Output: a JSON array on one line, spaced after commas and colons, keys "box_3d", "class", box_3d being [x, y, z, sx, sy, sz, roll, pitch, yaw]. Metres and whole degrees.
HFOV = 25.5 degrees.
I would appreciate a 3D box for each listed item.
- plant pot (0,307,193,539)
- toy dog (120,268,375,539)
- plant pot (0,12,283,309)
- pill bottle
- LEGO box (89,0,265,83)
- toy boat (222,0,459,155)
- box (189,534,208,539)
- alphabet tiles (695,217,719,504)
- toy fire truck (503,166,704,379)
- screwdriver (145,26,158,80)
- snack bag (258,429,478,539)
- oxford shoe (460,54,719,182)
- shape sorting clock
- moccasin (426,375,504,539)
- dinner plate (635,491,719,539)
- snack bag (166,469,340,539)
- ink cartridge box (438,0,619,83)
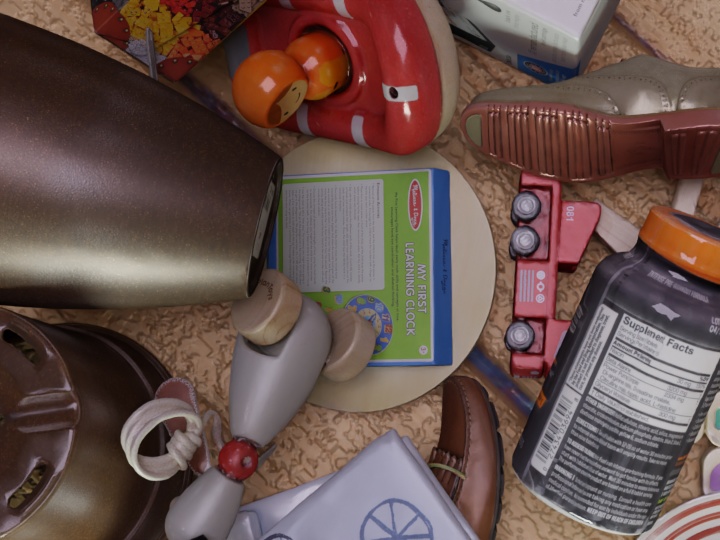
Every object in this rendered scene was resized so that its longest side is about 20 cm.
[{"box_3d": [-0.228, 0.114, 1.057, 0.198, 0.198, 0.202, -2, 76, 7], "class": "plant pot"}, {"box_3d": [-0.084, 0.085, 1.083, 0.200, 0.096, 0.132, -43, 121, -18], "class": "toy dog"}, {"box_3d": [-0.156, -0.051, 1.022, 0.198, 0.187, 0.189, 13, 83, 3], "class": "plant pot"}, {"box_3d": [0.183, 0.061, 1.037, 0.106, 0.106, 0.201, 25, 104, 9], "class": "pill bottle"}, {"box_3d": [-0.118, -0.255, 1.098, 0.149, 0.077, 0.201, -38, 45, 24], "class": "LEGO box"}, {"box_3d": [-0.033, -0.137, 1.077, 0.199, 0.130, 0.132, 15, 127, 38], "class": "toy boat"}, {"box_3d": [-0.105, 0.311, 1.024, 0.199, 0.050, 0.200, 46, 117, 18], "class": "box"}, {"box_3d": [0.287, 0.062, 1.086, 0.193, 0.015, 0.202, 2, 97, 3], "class": "alphabet tiles"}, {"box_3d": [0.175, -0.021, 1.118, 0.140, 0.049, 0.202, 3, 83, 5], "class": "toy fire truck"}, {"box_3d": [-0.141, -0.079, 1.104, 0.029, 0.201, 0.028, -9, 39, -2], "class": "screwdriver"}, {"box_3d": [0.001, 0.238, 1.037, 0.200, 0.021, 0.189, -39, 74, 7], "class": "snack bag"}, {"box_3d": [0.168, -0.107, 1.083, 0.198, 0.071, 0.074, 5, 56, 7], "class": "oxford shoe"}, {"box_3d": [0.000, 0.000, 1.138, 0.198, 0.039, 0.202, -2, 85, 17], "class": "shape sorting clock"}, {"box_3d": [0.050, 0.172, 1.090, 0.077, 0.074, 0.203, 11, 88, -11], "class": "moccasin"}, {"box_3d": [0.263, 0.251, 1.083, 0.198, 0.024, 0.202, -1, 84, 6], "class": "dinner plate"}, {"box_3d": [-0.050, 0.253, 1.117, 0.198, 0.021, 0.190, -19, 80, 3], "class": "snack bag"}, {"box_3d": [0.079, -0.217, 1.107, 0.199, 0.145, 0.084, 28, 86, 9], "class": "ink cartridge box"}]
